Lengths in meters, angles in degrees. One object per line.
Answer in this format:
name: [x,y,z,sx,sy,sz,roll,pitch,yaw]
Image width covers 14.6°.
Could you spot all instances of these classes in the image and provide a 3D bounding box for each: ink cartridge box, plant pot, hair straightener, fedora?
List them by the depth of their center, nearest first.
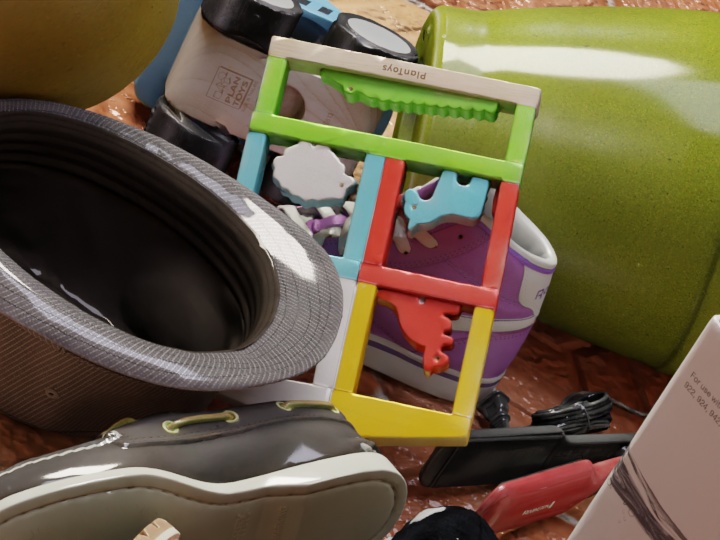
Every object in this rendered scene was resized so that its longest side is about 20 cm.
ink cartridge box: [0.175,0.111,1.215,0.145,0.200,0.084,-6,46,-43]
fedora: [-0.116,0.013,1.221,0.199,0.090,0.177,24,32,-11]
plant pot: [-0.161,-0.150,1.281,0.142,0.200,0.200,49,8,-50]
hair straightener: [0.095,0.076,1.351,0.200,0.041,0.077,-13,52,-48]
plant pot: [0.114,-0.052,1.430,0.192,0.201,0.201,11,34,-6]

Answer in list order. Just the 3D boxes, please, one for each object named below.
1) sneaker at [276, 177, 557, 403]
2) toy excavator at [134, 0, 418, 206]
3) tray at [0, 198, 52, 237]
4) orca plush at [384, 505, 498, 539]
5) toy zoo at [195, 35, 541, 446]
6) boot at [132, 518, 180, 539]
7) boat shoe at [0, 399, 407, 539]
sneaker: [-0.003,-0.018,1.337,0.200,0.114,0.073,17,35,-18]
toy excavator: [-0.077,-0.129,1.470,0.194,0.100,0.200,22,19,-13]
tray: [-0.190,-0.083,1.350,0.098,0.037,0.200,6,38,-33]
orca plush: [0.021,0.144,1.167,0.105,0.071,0.200,39,33,15]
toy zoo: [0.000,0.000,1.283,0.131,0.020,0.201,11,76,5]
boot: [-0.081,0.181,1.041,0.107,0.075,0.200,29,40,-6]
boat shoe: [-0.078,0.092,1.157,0.201,0.072,0.061,-2,38,-34]
